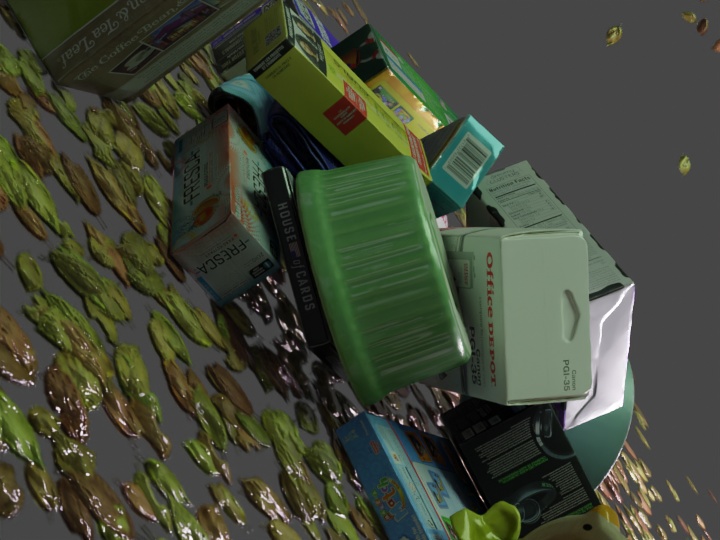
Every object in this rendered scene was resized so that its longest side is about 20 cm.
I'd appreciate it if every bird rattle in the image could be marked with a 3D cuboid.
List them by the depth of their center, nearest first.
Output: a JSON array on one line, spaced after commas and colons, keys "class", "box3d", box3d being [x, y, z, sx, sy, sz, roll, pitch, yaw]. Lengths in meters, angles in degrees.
[{"class": "bird rattle", "box3d": [0.138, 0.258, 1.176, 0.113, 0.163, 0.200, 45, 27, -27]}]

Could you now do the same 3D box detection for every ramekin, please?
[{"class": "ramekin", "box3d": [0.022, 0.002, 1.269, 0.200, 0.097, 0.201, -16, 90, -85]}]

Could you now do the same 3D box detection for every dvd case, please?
[{"class": "dvd case", "box3d": [-0.037, 0.008, 1.305, 0.200, 0.025, 0.151, 54, 20, -75]}]

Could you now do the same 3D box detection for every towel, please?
[{"class": "towel", "box3d": [-0.030, -0.113, 1.437, 0.148, 0.049, 0.200, 50, 19, -15]}]

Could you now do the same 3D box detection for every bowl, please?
[{"class": "bowl", "box3d": [0.176, 0.140, 1.593, 0.105, 0.201, 0.201, 24, 29, -29]}]

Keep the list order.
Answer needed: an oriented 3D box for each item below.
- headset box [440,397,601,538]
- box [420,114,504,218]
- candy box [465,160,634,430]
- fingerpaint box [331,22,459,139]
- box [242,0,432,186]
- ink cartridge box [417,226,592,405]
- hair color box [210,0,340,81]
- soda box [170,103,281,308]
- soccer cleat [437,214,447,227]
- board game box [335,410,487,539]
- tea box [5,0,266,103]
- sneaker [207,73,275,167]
[{"class": "headset box", "box3d": [0.165, 0.212, 1.426, 0.200, 0.093, 0.174, 63, 0, -4]}, {"class": "box", "box3d": [0.058, -0.086, 1.515, 0.049, 0.082, 0.200, 41, -21, -13]}, {"class": "candy box", "box3d": [0.176, 0.022, 1.480, 0.200, 0.071, 0.168, -125, -157, -43]}, {"class": "fingerpaint box", "box3d": [0.000, -0.144, 1.631, 0.200, 0.167, 0.074, 38, 25, -50]}, {"class": "box", "box3d": [-0.020, -0.143, 1.358, 0.200, 0.050, 0.075, 44, 21, -30]}, {"class": "ink cartridge box", "box3d": [0.120, 0.035, 1.366, 0.200, 0.082, 0.147, -176, -97, -70]}, {"class": "hair color box", "box3d": [-0.059, -0.203, 1.689, 0.200, 0.109, 0.065, 43, 19, -44]}, {"class": "soda box", "box3d": [-0.113, -0.058, 1.280, 0.068, 0.063, 0.200, 49, 16, -27]}, {"class": "soccer cleat", "box3d": [0.080, -0.013, 1.704, 0.086, 0.070, 0.200, 57, -8, 33]}, {"class": "board game box", "box3d": [0.064, 0.205, 1.329, 0.152, 0.037, 0.200, 62, 16, 23]}, {"class": "tea box", "box3d": [-0.186, -0.273, 1.238, 0.197, 0.200, 0.134, 60, 14, 10]}, {"class": "sneaker", "box3d": [-0.086, -0.100, 1.488, 0.200, 0.078, 0.090, 55, 31, 13]}]
